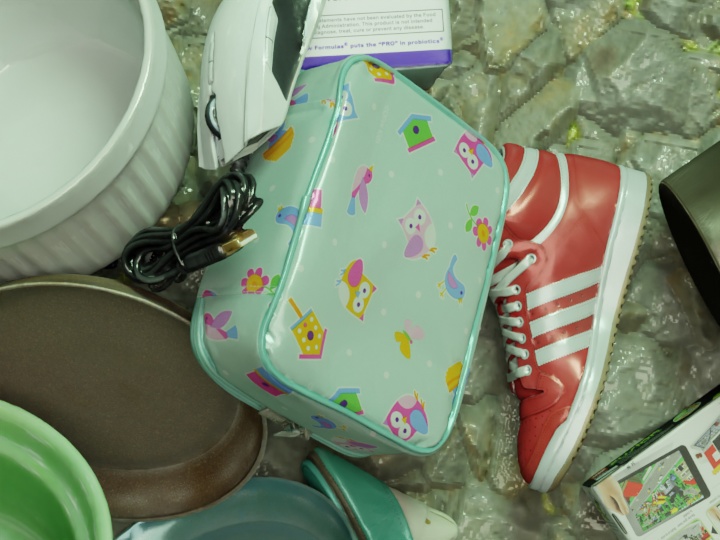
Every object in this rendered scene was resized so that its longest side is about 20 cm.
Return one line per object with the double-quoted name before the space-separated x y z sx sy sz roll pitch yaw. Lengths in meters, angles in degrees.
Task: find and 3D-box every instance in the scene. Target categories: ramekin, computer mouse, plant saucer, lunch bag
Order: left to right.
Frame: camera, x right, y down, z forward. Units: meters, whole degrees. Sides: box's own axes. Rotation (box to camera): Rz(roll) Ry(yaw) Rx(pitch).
"ramekin" -0.234 0.174 1.180 0.200 0.098 0.200 2 53 -3
"ramekin" -0.187 -0.085 1.202 0.200 0.105 0.201 -8 63 15
"plant saucer" -0.148 0.068 1.212 0.200 0.200 0.032 15 45 -4
"plant saucer" -0.086 0.202 1.206 0.200 0.200 0.027 -37 127 -5
"computer mouse" -0.069 -0.090 1.140 0.044 0.110 0.200 27 64 -23
"lunch bag" 0.000 0.000 1.169 0.160 0.077 0.200 32 65 -38

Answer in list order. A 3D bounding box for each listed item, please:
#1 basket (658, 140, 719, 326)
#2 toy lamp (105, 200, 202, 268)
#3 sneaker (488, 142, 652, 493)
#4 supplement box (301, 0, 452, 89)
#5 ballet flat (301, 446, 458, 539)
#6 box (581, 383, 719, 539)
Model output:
"basket" 0.288 -0.044 1.259 0.200 0.136 0.181 -27 63 0
"toy lamp" -0.092 -0.032 1.266 0.200 0.058 0.058 -3 88 -8
"sneaker" 0.094 0.023 1.269 0.112 0.071 0.200 17 78 -8
"supplement box" -0.007 -0.207 1.257 0.103 0.101 0.200 -5 88 -5
"ballet flat" 0.035 0.182 1.263 0.070 0.067 0.200 -26 95 -11
"box" 0.245 0.116 1.296 0.200 0.035 0.110 -34 91 -5
